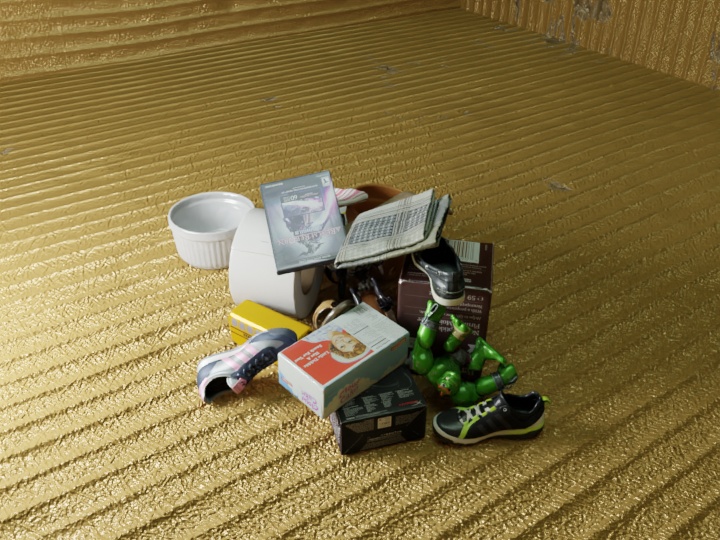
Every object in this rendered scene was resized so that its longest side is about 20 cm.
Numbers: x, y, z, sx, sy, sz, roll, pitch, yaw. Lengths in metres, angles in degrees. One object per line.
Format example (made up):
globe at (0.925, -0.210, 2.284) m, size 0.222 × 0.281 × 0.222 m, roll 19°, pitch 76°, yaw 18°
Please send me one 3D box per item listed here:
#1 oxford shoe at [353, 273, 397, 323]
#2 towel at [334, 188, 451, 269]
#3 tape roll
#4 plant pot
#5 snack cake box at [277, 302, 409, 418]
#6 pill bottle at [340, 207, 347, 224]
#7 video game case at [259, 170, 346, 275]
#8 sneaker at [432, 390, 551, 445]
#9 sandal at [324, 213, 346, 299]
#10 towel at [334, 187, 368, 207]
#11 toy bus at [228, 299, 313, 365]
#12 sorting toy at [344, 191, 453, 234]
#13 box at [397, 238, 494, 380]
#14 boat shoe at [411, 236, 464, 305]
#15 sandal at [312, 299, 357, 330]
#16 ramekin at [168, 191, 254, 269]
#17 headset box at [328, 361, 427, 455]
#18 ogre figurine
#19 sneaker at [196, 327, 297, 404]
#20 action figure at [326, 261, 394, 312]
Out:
oxford shoe at (0.013, 0.071, 1.413) m, size 0.070 × 0.072 × 0.201 m, roll -12°, pitch 36°, yaw -12°
towel at (0.060, -0.077, 1.239) m, size 0.197 × 0.035 × 0.193 m, roll -13°, pitch 25°, yaw 22°
tape roll at (-0.163, -0.016, 1.416) m, size 0.136 × 0.206 × 0.204 m, roll 9°, pitch 33°, yaw 13°
plant pot at (0.049, -0.078, 1.545) m, size 0.196 × 0.142 × 0.202 m, roll 14°, pitch 35°, yaw -10°
snack cake box at (-0.025, 0.143, 1.160) m, size 0.198 × 0.068 × 0.114 m, roll -28°, pitch 45°, yaw -36°
pill bottle at (-0.045, -0.104, 1.643) m, size 0.198 × 0.106 × 0.104 m, roll -27°, pitch 42°, yaw -36°
video game case at (-0.106, -0.094, 1.328) m, size 0.140 × 0.019 × 0.203 m, roll -12°, pitch 59°, yaw -6°
sneaker at (0.214, 0.230, 1.160) m, size 0.196 × 0.084 × 0.072 m, roll -4°, pitch 33°, yaw -8°
sandal at (-0.054, -0.028, 1.511) m, size 0.047 × 0.076 × 0.204 m, roll 0°, pitch 60°, yaw -7°
towel at (-0.097, -0.151, 1.465) m, size 0.145 × 0.031 × 0.199 m, roll -19°, pitch 20°, yaw -32°
toy bus at (-0.150, 0.128, 1.308) m, size 0.197 × 0.080 × 0.065 m, roll 21°, pitch 38°, yaw 27°
sorting toy at (0.058, -0.088, 1.359) m, size 0.197 × 0.037 × 0.185 m, roll -26°, pitch 25°, yaw -13°
box at (0.156, 0.066, 1.300) m, size 0.162 × 0.203 × 0.165 m, roll 5°, pitch 32°, yaw 8°
boat shoe at (0.131, -0.023, 1.189) m, size 0.073 × 0.067 × 0.201 m, roll -3°, pitch 33°, yaw -4°
sandal at (-0.055, 0.083, 1.294) m, size 0.081 × 0.200 × 0.055 m, roll -39°, pitch 86°, yaw -10°
ramekin at (-0.335, -0.088, 1.611) m, size 0.196 × 0.107 × 0.201 m, roll 1°, pitch 32°, yaw 0°
headset box at (0.011, 0.203, 1.202) m, size 0.146 × 0.078 × 0.201 m, roll -9°, pitch 33°, yaw -14°
ogre figurine at (0.164, 0.156, 1.197) m, size 0.120 × 0.199 × 0.098 m, roll -50°, pitch 29°, yaw 4°
sneaker at (-0.193, 0.170, 1.218) m, size 0.197 × 0.070 × 0.083 m, roll -27°, pitch 41°, yaw 12°
action figure at (0.000, 0.000, 1.374) m, size 0.117 × 0.103 × 0.202 m, roll -22°, pitch 49°, yaw -3°
